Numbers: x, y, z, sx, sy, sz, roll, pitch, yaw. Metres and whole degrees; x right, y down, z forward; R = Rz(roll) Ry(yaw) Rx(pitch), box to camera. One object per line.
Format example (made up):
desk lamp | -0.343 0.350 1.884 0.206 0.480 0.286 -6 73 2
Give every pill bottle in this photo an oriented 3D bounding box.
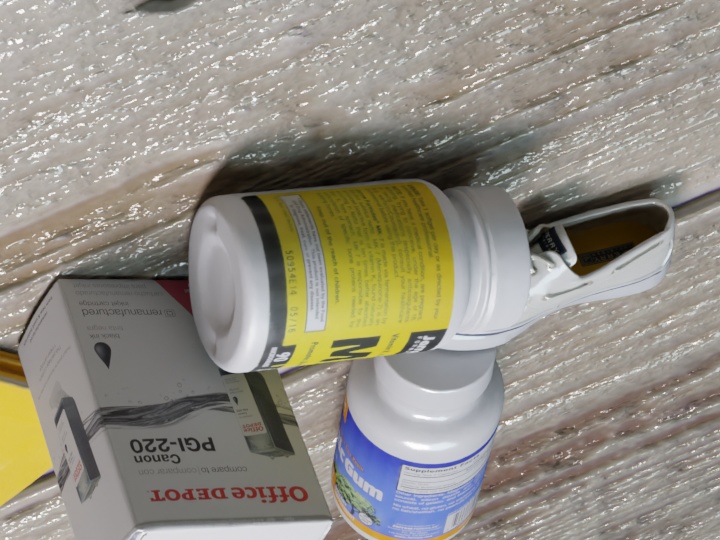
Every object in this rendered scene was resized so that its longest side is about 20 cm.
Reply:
pill bottle | 0.000 0.000 1.744 0.200 0.114 0.114 -6 146 -22
pill bottle | 0.042 0.105 1.932 0.112 0.112 0.200 -12 147 -14

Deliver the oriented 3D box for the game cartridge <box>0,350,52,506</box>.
game cartridge | -0.292 0.120 1.845 0.200 0.032 0.176 -36 146 28

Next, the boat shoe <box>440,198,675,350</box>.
boat shoe | 0.125 -0.005 1.852 0.200 0.071 0.070 -14 148 -15

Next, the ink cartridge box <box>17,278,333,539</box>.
ink cartridge box | -0.121 0.106 1.754 0.145 0.200 0.085 0 143 -31
